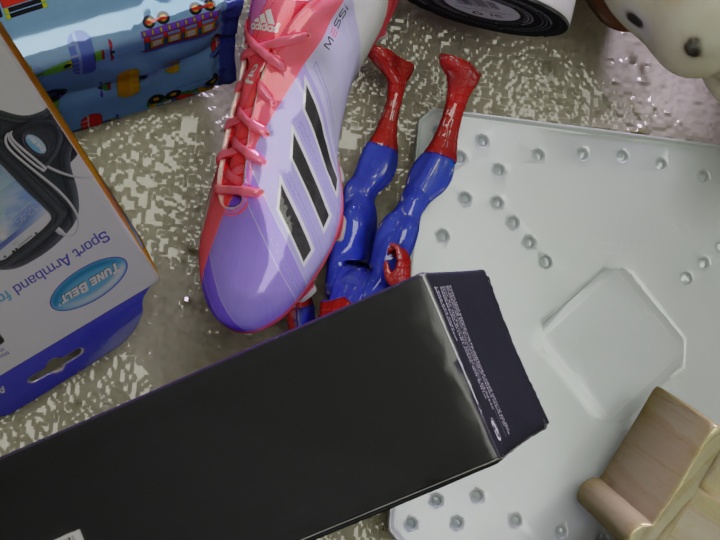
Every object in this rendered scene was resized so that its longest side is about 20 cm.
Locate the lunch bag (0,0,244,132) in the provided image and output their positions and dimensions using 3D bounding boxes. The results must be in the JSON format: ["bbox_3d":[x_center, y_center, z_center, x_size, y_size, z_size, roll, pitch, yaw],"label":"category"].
[{"bbox_3d":[-0.155,-0.165,0.842,0.150,0.094,0.201,-18,76,-11],"label":"lunch bag"}]

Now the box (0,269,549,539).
[{"bbox_3d":[-0.037,0.072,0.757,0.199,0.141,0.079,-24,83,11],"label":"box"}]

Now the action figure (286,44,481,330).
[{"bbox_3d":[0.000,0.000,0.848,0.065,0.052,0.201,11,85,29],"label":"action figure"}]

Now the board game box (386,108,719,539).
[{"bbox_3d":[0.114,0.036,0.890,0.199,0.026,0.201,6,80,-10],"label":"board game box"}]

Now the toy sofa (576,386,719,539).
[{"bbox_3d":[0.191,0.144,0.834,0.199,0.083,0.098,31,94,-12],"label":"toy sofa"}]

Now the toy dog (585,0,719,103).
[{"bbox_3d":[0.199,-0.138,0.853,0.199,0.139,0.195,-2,76,-31],"label":"toy dog"}]

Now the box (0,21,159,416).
[{"bbox_3d":[-0.169,-0.026,0.776,0.119,0.200,0.042,-30,43,-2],"label":"box"}]

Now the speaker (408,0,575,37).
[{"bbox_3d":[0.076,-0.210,0.832,0.081,0.081,0.201,15,85,-9],"label":"speaker"}]

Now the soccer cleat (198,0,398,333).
[{"bbox_3d":[-0.033,-0.074,0.816,0.066,0.076,0.201,8,70,33],"label":"soccer cleat"}]
